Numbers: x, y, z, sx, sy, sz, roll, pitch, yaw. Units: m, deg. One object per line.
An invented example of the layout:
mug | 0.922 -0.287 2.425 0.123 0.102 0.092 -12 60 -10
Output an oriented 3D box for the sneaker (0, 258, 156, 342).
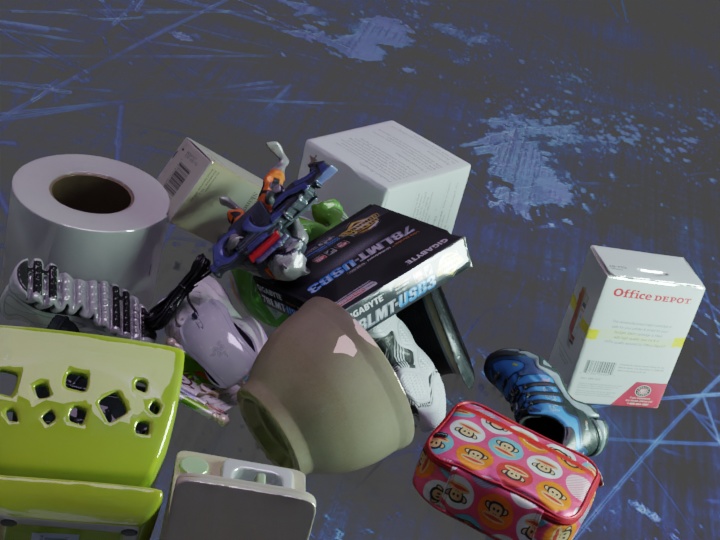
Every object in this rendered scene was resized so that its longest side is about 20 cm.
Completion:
sneaker | -0.342 0.053 1.627 0.199 0.081 0.075 25 38 -27

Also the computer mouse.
computer mouse | -0.185 0.064 1.587 0.200 0.110 0.044 43 -5 47

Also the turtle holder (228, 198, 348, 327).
turtle holder | -0.098 -0.021 1.768 0.141 0.186 0.132 22 1 -37

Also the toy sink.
toy sink | -0.123 0.248 1.265 0.130 0.201 0.112 10 30 -8

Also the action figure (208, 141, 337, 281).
action figure | -0.093 -0.068 1.641 0.105 0.200 0.194 38 24 -42

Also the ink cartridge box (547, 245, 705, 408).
ink cartridge box | 0.352 0.076 1.784 0.144 0.201 0.084 7 30 -16

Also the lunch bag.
lunch bag | 0.175 0.237 1.556 0.199 0.082 0.176 26 27 15

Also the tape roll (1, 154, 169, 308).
tape roll | -0.354 -0.042 1.719 0.201 0.140 0.203 12 29 -7

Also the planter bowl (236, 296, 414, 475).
planter bowl | -0.053 0.150 1.504 0.134 0.201 0.200 -33 50 -22

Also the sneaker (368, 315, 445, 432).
sneaker | 0.021 0.126 1.678 0.075 0.115 0.201 -29 85 -51

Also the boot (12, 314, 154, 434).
boot | -0.293 0.136 1.510 0.161 0.074 0.199 12 32 -5

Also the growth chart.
growth chart | -0.199 0.126 1.560 0.144 0.018 0.200 27 9 3

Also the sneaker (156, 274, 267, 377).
sneaker | -0.183 0.084 1.671 0.099 0.075 0.200 -22 40 -28

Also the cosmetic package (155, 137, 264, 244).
cosmetic package | -0.186 -0.091 1.836 0.200 0.104 0.073 27 12 -50

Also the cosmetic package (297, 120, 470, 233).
cosmetic package | 0.025 -0.103 1.975 0.167 0.167 0.199 34 33 31

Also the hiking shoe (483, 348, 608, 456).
hiking shoe | 0.222 0.167 1.696 0.086 0.075 0.200 -13 40 -42

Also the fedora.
fedora | 0.077 0.075 1.746 0.091 0.201 0.201 -22 32 5

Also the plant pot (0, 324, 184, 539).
plant pot | -0.283 0.187 1.284 0.198 0.200 0.182 7 54 -14

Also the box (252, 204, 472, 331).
box | 0.000 0.000 1.635 0.199 0.050 0.198 -31 28 -23
